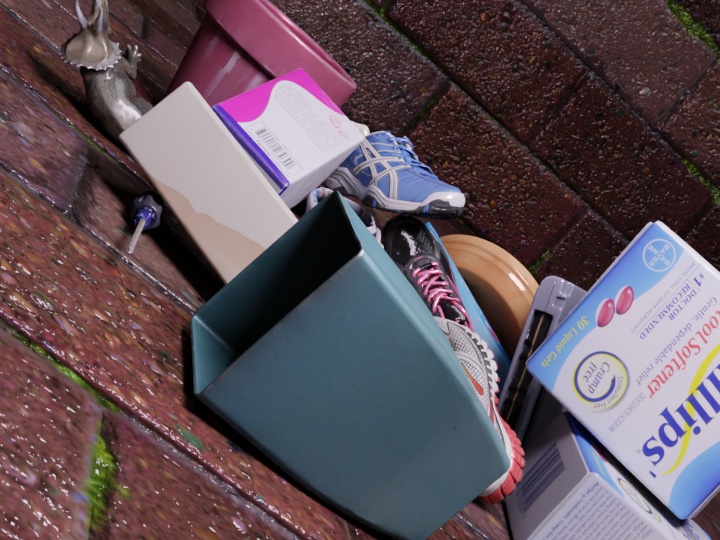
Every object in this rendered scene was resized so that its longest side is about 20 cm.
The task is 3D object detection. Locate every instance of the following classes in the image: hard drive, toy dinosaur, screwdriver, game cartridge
[{"bbox_3d":[0.217,0.167,1.438,0.027,0.133,0.200,20,1,19],"label":"hard drive"},{"bbox_3d":[-0.231,-0.161,1.275,0.102,0.076,0.201,-56,125,-74],"label":"toy dinosaur"},{"bbox_3d":[-0.174,-0.035,1.029,0.029,0.028,0.200,10,12,-2],"label":"screwdriver"},{"bbox_3d":[0.187,0.109,1.398,0.040,0.202,0.133,19,0,25],"label":"game cartridge"}]

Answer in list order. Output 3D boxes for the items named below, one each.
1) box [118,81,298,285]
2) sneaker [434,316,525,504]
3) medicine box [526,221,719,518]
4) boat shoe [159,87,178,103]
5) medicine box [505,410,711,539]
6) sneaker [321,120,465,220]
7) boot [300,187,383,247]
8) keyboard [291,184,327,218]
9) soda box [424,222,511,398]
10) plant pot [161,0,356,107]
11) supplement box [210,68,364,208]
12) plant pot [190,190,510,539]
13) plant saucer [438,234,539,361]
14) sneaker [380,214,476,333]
[{"bbox_3d":[-0.108,-0.050,1.109,0.200,0.078,0.095,51,-2,24],"label":"box"},{"bbox_3d":[0.084,0.114,1.214,0.082,0.078,0.201,26,28,-38],"label":"sneaker"},{"bbox_3d":[0.289,0.091,1.219,0.200,0.182,0.103,44,10,20],"label":"medicine box"},{"bbox_3d":[-0.139,-0.113,1.410,0.200,0.069,0.072,44,9,11],"label":"boat shoe"},{"bbox_3d":[0.236,0.250,1.211,0.200,0.103,0.182,40,9,-6],"label":"medicine box"},{"bbox_3d":[0.031,-0.101,1.370,0.075,0.078,0.199,8,10,-45],"label":"sneaker"},{"bbox_3d":[0.000,0.000,1.335,0.073,0.096,0.200,-20,47,-37],"label":"boot"},{"bbox_3d":[-0.087,-0.084,1.459,0.200,0.021,0.127,37,-25,14],"label":"keyboard"},{"bbox_3d":[0.096,0.052,1.450,0.201,0.068,0.064,59,8,-5],"label":"soda box"},{"bbox_3d":[-0.133,-0.215,1.560,0.200,0.179,0.200,40,9,-8],"label":"plant pot"},{"bbox_3d":[-0.093,-0.112,1.295,0.101,0.103,0.200,47,30,2],"label":"supplement box"},{"bbox_3d":[0.003,0.079,0.913,0.200,0.141,0.141,47,7,-19],"label":"plant pot"},{"bbox_3d":[0.129,0.056,1.519,0.200,0.201,0.037,44,49,12],"label":"plant saucer"},{"bbox_3d":[0.080,0.035,1.354,0.201,0.079,0.095,69,-19,0],"label":"sneaker"}]
